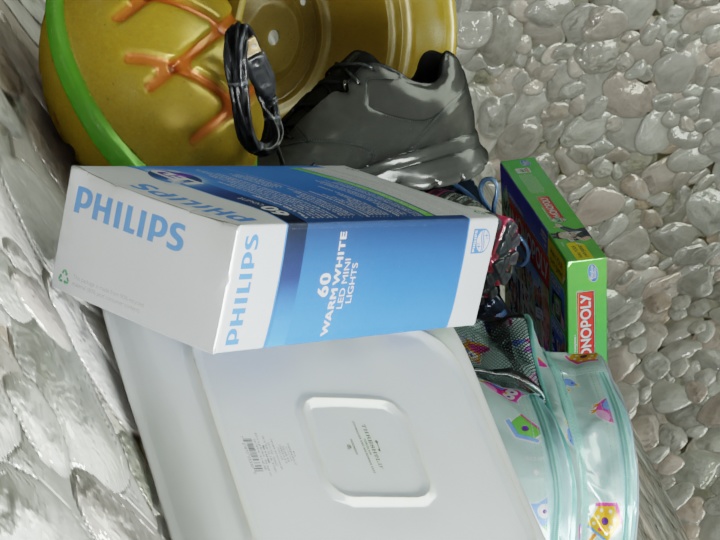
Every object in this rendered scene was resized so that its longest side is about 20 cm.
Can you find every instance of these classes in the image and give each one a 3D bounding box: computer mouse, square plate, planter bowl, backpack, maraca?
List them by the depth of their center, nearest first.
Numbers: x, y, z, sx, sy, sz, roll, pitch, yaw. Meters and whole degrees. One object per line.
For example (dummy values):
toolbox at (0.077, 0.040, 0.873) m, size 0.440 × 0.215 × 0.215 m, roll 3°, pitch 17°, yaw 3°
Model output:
square plate at (-0.002, 0.089, 0.876) m, size 0.197 × 0.029 × 0.201 m, roll 5°, pitch 46°, yaw -33°
maraca at (-0.100, -0.079, 1.003) m, size 0.137 × 0.107 × 0.201 m, roll 1°, pitch 62°, yaw -51°
computer mouse at (-0.027, -0.051, 1.011) m, size 0.201 × 0.034 × 0.059 m, roll 65°, pitch 28°, yaw -47°
backpack at (0.072, 0.134, 1.060) m, size 0.200 × 0.152 × 0.177 m, roll -82°, pitch 178°, yaw -64°
planter bowl at (-0.033, -0.147, 1.254) m, size 0.083 × 0.201 × 0.201 m, roll 15°, pitch -27°, yaw 43°

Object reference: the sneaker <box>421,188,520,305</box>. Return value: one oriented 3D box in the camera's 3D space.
sneaker at (0.000, 0.000, 1.179) m, size 0.075 × 0.199 × 0.081 m, roll 37°, pitch -51°, yaw 44°

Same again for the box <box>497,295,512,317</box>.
box at (0.012, -0.027, 1.440) m, size 0.136 × 0.038 × 0.201 m, roll -19°, pitch -74°, yaw 55°

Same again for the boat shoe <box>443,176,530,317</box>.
boat shoe at (0.080, -0.007, 1.307) m, size 0.084 × 0.068 × 0.201 m, roll 48°, pitch 23°, yaw -27°

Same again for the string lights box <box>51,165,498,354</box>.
string lights box at (-0.035, -0.010, 0.902) m, size 0.102 × 0.059 × 0.199 m, roll 20°, pitch 14°, yaw 34°

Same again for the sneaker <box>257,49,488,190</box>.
sneaker at (-0.016, -0.083, 1.175) m, size 0.076 × 0.199 × 0.092 m, roll 13°, pitch -65°, yaw 55°

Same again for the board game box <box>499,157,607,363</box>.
board game box at (0.132, 0.018, 1.340) m, size 0.200 × 0.029 × 0.136 m, roll -111°, pitch -164°, yaw -67°
